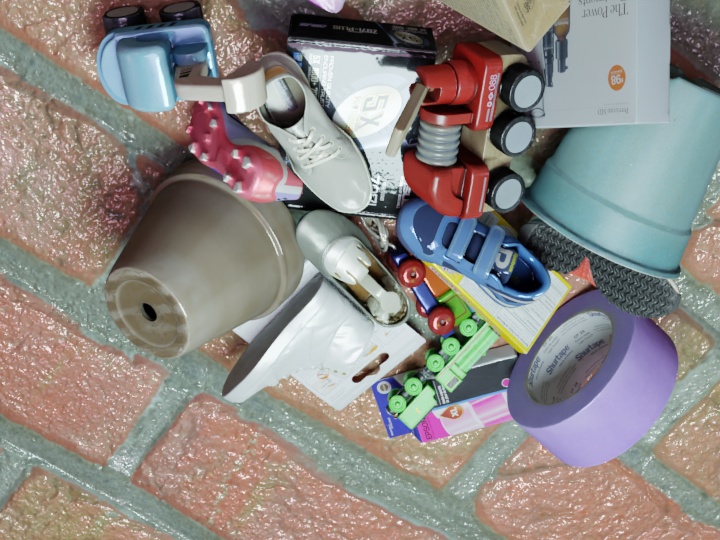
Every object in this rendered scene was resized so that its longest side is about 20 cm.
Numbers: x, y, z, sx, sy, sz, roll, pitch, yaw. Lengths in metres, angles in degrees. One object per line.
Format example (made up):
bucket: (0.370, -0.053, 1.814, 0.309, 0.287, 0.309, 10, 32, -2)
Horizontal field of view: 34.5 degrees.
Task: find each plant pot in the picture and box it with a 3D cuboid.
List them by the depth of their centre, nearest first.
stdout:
plant pot: (0.304, -0.126, 1.267, 0.198, 0.201, 0.198, 20, 110, -11)
plant pot: (-0.190, 0.001, 1.297, 0.198, 0.174, 0.202, 18, 130, 23)

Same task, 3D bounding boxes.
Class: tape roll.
tape roll: (0.275, 0.127, 1.389, 0.085, 0.201, 0.200, 40, 112, -21)

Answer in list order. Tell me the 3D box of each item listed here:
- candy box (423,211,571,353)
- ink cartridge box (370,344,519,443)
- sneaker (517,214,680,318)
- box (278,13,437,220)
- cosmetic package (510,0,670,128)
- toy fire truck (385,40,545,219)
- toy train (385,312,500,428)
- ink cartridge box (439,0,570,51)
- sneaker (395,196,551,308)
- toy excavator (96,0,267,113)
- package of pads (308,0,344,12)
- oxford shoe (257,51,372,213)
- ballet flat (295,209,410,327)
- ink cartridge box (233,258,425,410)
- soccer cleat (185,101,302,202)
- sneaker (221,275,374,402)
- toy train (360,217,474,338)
candy box: (0.152, -0.005, 1.360, 0.200, 0.026, 0.103, 43, 78, -16)
ink cartridge box: (0.118, 0.165, 1.506, 0.197, 0.037, 0.096, -15, 117, 10)
sneaker: (0.284, -0.021, 1.344, 0.198, 0.094, 0.071, 25, 130, 14)
box: (-0.008, -0.169, 1.294, 0.161, 0.086, 0.203, 6, 118, -4)
cosmetic package: (0.229, -0.223, 1.180, 0.051, 0.199, 0.153, -7, 97, -29)
toy fire truck: (0.085, -0.136, 1.201, 0.197, 0.129, 0.178, -9, 122, -28)
toy train: (0.111, 0.115, 1.450, 0.056, 0.042, 0.200, 41, 98, -8)
ink cartridge box: (0.102, -0.324, 1.119, 0.075, 0.164, 0.200, -48, 147, -3)
sneaker: (0.131, -0.024, 1.294, 0.198, 0.082, 0.075, 27, 82, -20)
toy excavator: (-0.188, -0.205, 1.210, 0.191, 0.201, 0.101, -5, 120, 3)
package of pads: (-0.026, -0.380, 1.186, 0.119, 0.076, 0.201, 27, 115, -12)
oxford shoe: (-0.053, -0.137, 1.230, 0.074, 0.058, 0.201, -27, 116, 12)
ballet flat: (0.000, 0.000, 1.329, 0.067, 0.064, 0.200, -46, 134, -2)
ink cartridge box: (-0.040, 0.067, 1.454, 0.162, 0.050, 0.199, -40, 121, 18)
soccer cleat: (-0.131, -0.131, 1.267, 0.076, 0.200, 0.067, 13, 112, -35)
sneaker: (-0.071, 0.112, 1.407, 0.115, 0.074, 0.200, 37, 111, -22)
toy train: (0.086, -0.031, 1.382, 0.115, 0.085, 0.201, -33, 107, -1)
